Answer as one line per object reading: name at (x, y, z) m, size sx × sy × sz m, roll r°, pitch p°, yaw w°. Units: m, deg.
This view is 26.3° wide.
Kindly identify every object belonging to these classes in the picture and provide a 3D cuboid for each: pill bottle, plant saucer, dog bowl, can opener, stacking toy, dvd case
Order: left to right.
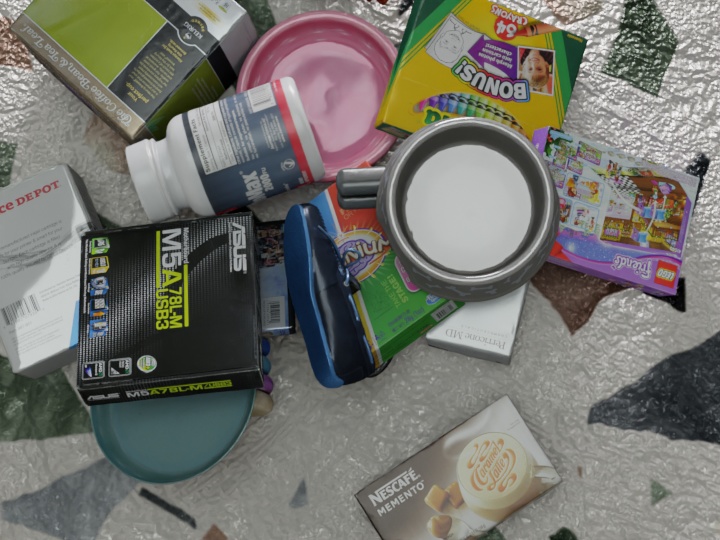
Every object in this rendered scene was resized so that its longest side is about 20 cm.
plant saucer at (-0.200, 0.137, 1.676) m, size 0.199 × 0.027 × 0.202 m, roll -8°, pitch 67°, yaw 18°
dvd case at (-0.171, 0.016, 1.688) m, size 0.198 × 0.018 × 0.144 m, roll -6°, pitch 57°, yaw 3°
pill bottle at (-0.149, -0.125, 1.689) m, size 0.199 × 0.120 × 0.120 m, roll -19°, pitch 80°, yaw 1°
stacking toy at (-0.132, 0.060, 1.737) m, size 0.085 × 0.085 × 0.202 m, roll 3°, pitch 74°, yaw 5°
plant saucer at (-0.042, -0.198, 1.779) m, size 0.199 × 0.051 × 0.202 m, roll -1°, pitch 81°, yaw 4°
can opener at (0.072, -0.102, 1.682) m, size 0.198 × 0.053 × 0.067 m, roll -7°, pitch 55°, yaw -1°
dog bowl at (0.114, -0.069, 1.615) m, size 0.198 × 0.059 × 0.202 m, roll 0°, pitch 83°, yaw 1°

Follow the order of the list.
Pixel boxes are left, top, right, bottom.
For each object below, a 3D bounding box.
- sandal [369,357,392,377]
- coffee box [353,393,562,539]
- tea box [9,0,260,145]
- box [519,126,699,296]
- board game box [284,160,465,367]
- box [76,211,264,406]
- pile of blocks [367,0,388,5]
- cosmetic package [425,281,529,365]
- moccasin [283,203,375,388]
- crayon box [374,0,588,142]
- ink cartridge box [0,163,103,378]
sandal at (-0.010, 0.032, 1.747) m, size 0.075 × 0.045 × 0.201 m, roll -24°, pitch 64°, yaw -1°
coffee box at (0.107, 0.238, 1.680) m, size 0.199 × 0.080 × 0.115 m, roll -32°, pitch 80°, yaw -1°
tea box at (-0.254, -0.267, 1.765) m, size 0.200 × 0.134 × 0.197 m, roll 42°, pitch 85°, yaw 10°
box at (0.269, -0.063, 1.697) m, size 0.199 × 0.039 × 0.138 m, roll 17°, pitch 81°, yaw -19°
board game box at (0.000, 0.000, 1.702) m, size 0.153 × 0.040 × 0.200 m, roll -36°, pitch 62°, yaw 4°
box at (-0.202, 0.040, 1.638) m, size 0.192 × 0.048 × 0.201 m, roll -7°, pitch 57°, yaw 4°
pile of blocks at (-0.005, -0.336, 1.788) m, size 0.198 × 0.062 × 0.082 m, roll 9°, pitch 40°, yaw 8°
cosmetic package at (0.143, -0.005, 1.722) m, size 0.101 × 0.074 × 0.201 m, roll 12°, pitch 81°, yaw 7°
moccasin at (-0.033, 0.026, 1.645) m, size 0.068 × 0.080 × 0.201 m, roll -7°, pitch 81°, yaw -25°
crayon box at (0.136, -0.210, 1.736) m, size 0.199 × 0.058 × 0.174 m, roll 19°, pitch 81°, yaw -10°
ink cartridge box at (-0.354, 0.001, 1.754) m, size 0.144 × 0.084 × 0.201 m, roll -24°, pitch 80°, yaw 1°
